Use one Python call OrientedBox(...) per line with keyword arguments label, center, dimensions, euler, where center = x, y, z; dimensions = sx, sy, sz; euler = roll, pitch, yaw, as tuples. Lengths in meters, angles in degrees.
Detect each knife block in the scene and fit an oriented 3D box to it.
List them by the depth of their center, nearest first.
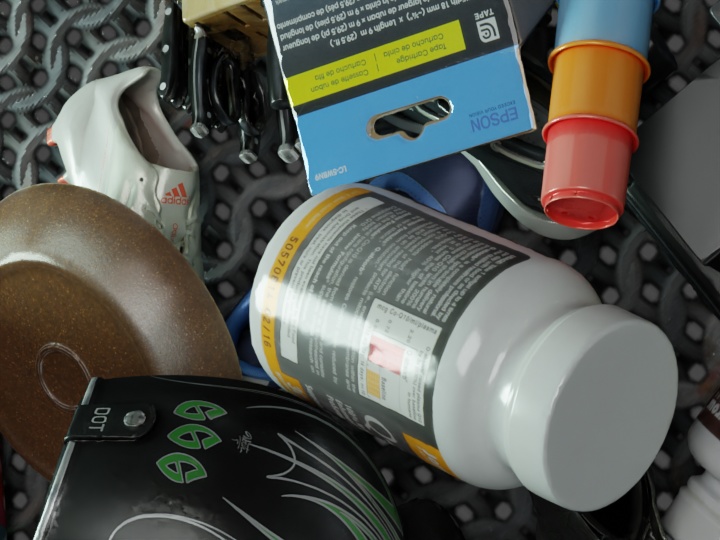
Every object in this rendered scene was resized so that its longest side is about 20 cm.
OrientedBox(label="knife block", center=(-0.042, -0.165, 1.349), dimensions=(0.175, 0.064, 0.200), euler=(38, 96, 36))

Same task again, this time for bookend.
OrientedBox(label="bookend", center=(0.211, -0.078, 1.213), dimensions=(0.199, 0.200, 0.092), euler=(-40, 74, 9))

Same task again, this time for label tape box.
OrientedBox(label="label tape box", center=(0.022, -0.153, 1.264), dimensions=(0.144, 0.063, 0.201), euler=(-15, 89, 35))

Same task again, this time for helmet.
OrientedBox(label="helmet", center=(-0.068, 0.152, 1.234), dimensions=(0.190, 0.200, 0.201), euler=(19, 90, -4))

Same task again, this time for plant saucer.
OrientedBox(label="plant saucer", center=(-0.150, 0.052, 1.345), dimensions=(0.200, 0.037, 0.201), euler=(18, 122, 31))

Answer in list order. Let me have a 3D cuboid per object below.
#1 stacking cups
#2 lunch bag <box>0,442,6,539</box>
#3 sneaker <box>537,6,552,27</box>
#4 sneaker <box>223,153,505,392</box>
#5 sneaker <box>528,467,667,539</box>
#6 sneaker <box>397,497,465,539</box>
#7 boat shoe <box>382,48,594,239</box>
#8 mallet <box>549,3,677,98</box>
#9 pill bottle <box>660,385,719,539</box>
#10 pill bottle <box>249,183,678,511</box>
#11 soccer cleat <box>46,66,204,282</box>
OrientedBox(label="stacking cups", center=(0.118, -0.120, 1.210), dimensions=(0.060, 0.061, 0.201), euler=(0, 63, 18))
OrientedBox(label="lunch bag", center=(-0.263, 0.089, 1.349), dimensions=(0.082, 0.200, 0.177), euler=(-12, 78, 15))
OrientedBox(label="sneaker", center=(0.050, -0.215, 1.332), dimensions=(0.200, 0.074, 0.087), euler=(42, 100, 22))
OrientedBox(label="sneaker", center=(0.000, 0.000, 1.335), dimensions=(0.200, 0.082, 0.074), euler=(-46, 72, 5))
OrientedBox(label="sneaker", center=(0.112, 0.094, 1.261), dimensions=(0.060, 0.104, 0.201), euler=(-12, 69, -14))
OrientedBox(label="sneaker", center=(0.075, 0.180, 1.262), dimensions=(0.089, 0.074, 0.200), euler=(-45, 42, 20))
OrientedBox(label="boat shoe", center=(0.062, -0.097, 1.310), dimensions=(0.076, 0.060, 0.200), euler=(-37, 55, -24))
OrientedBox(label="mallet", center=(0.106, -0.175, 1.344), dimensions=(0.066, 0.041, 0.201), euler=(-27, 73, 17))
OrientedBox(label="pill bottle", center=(0.238, 0.068, 1.235), dimensions=(0.109, 0.109, 0.200), euler=(37, 96, 18))
OrientedBox(label="pill bottle", center=(0.048, 0.037, 1.204), dimensions=(0.200, 0.116, 0.117), euler=(25, 92, 42))
OrientedBox(label="soccer cleat", center=(-0.115, -0.018, 1.378), dimensions=(0.077, 0.069, 0.201), euler=(-29, 72, 31))
